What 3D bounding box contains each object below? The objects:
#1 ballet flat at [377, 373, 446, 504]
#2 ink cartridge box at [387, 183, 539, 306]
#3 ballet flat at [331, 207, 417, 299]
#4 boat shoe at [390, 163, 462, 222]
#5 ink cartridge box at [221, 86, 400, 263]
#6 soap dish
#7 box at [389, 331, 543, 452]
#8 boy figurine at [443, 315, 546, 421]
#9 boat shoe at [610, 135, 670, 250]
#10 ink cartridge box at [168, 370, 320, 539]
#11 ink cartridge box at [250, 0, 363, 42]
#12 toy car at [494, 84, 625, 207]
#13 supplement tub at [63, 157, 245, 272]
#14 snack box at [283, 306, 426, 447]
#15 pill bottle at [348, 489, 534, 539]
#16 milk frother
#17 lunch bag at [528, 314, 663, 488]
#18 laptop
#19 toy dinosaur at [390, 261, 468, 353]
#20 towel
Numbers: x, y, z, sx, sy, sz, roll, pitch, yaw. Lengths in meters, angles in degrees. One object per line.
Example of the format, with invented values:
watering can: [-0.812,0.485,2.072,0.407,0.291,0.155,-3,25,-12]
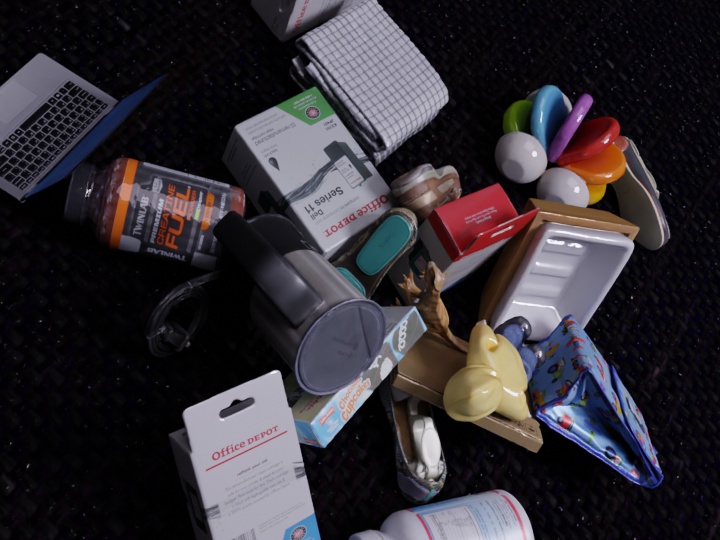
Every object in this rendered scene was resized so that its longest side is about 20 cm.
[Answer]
ballet flat: [0.066,0.173,0.983,0.070,0.072,0.205,-1,66,-23]
ink cartridge box: [0.125,-0.038,1.031,0.114,0.200,0.068,-23,75,-32]
ballet flat: [0.000,0.000,1.014,0.068,0.200,0.075,45,13,1]
boat shoe: [0.097,-0.093,1.087,0.073,0.075,0.199,63,23,6]
ink cartridge box: [-0.063,-0.115,1.058,0.145,0.083,0.202,-33,82,-32]
soap dish: [0.255,0.001,1.082,0.153,0.203,0.082,6,39,-19]
box: [0.126,0.131,1.007,0.196,0.022,0.164,26,23,-9]
boy figurine: [0.160,0.124,0.946,0.126,0.064,0.199,61,34,-1]
boat shoe: [0.441,-0.128,1.295,0.061,0.071,0.204,-10,66,-30]
ink cartridge box: [-0.120,0.207,0.831,0.114,0.066,0.205,-19,106,-30]
ink cartridge box: [-0.052,-0.441,1.184,0.199,0.147,0.083,-37,81,-33]
toy car: [0.310,-0.195,1.219,0.199,0.150,0.176,39,57,-1]
supplement tub: [-0.238,-0.067,0.946,0.195,0.107,0.109,13,61,-17]
snack box: [-0.022,0.116,0.943,0.200,0.115,0.038,-45,115,-32]
pill bottle: [0.087,0.315,0.899,0.195,0.109,0.111,-4,67,-24]
milk frother: [-0.110,0.059,0.877,0.179,0.202,0.188,24,13,-47]
lunch bag: [0.311,0.182,1.049,0.200,0.094,0.151,43,20,-12]
laptop: [-0.354,-0.184,0.933,0.197,0.117,0.189,31,56,3]
toy dinosaur: [0.089,0.059,0.997,0.105,0.201,0.061,30,73,35]
towel: [0.009,-0.268,1.167,0.201,0.086,0.165,49,59,3]
